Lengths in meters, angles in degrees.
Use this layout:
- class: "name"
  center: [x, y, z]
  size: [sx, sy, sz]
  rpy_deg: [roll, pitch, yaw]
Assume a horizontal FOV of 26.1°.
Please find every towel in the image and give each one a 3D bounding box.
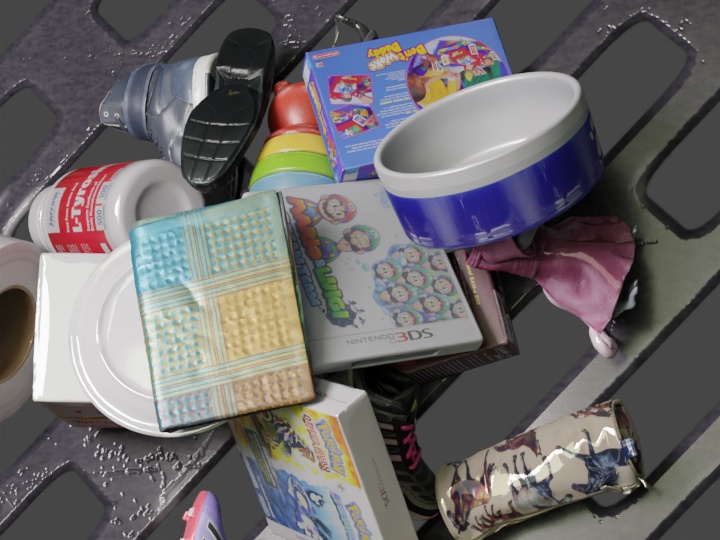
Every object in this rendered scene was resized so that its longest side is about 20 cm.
- class: "towel"
  center: [-0.124, 0.036, 1.384]
  size: [0.147, 0.022, 0.200]
  rpy_deg: [-12, 71, 2]

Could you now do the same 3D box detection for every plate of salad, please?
- class: "plate of salad"
  center: [-0.166, 0.056, 1.416]
  size: [0.200, 0.048, 0.200]
  rpy_deg: [-2, 70, 5]

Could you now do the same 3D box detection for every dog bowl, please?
- class: "dog bowl"
  center: [0.118, -0.103, 1.420]
  size: [0.200, 0.200, 0.079]
  rpy_deg: [-17, 115, 14]

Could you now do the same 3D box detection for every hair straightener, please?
- class: "hair straightener"
  center: [0.009, -0.183, 1.621]
  size: [0.077, 0.041, 0.200]
  rpy_deg: [-31, 69, 9]

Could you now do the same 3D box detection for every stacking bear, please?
- class: "stacking bear"
  center: [-0.061, -0.100, 1.589]
  size: [0.121, 0.114, 0.200]
  rpy_deg: [8, 64, -13]

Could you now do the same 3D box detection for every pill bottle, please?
- class: "pill bottle"
  center: [-0.259, -0.054, 1.610]
  size: [0.200, 0.112, 0.112]
  rpy_deg: [-2, 74, 49]

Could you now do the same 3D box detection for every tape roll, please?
- class: "tape roll"
  center: [-0.426, 0.051, 1.626]
  size: [0.139, 0.203, 0.203]
  rpy_deg: [14, 81, 21]

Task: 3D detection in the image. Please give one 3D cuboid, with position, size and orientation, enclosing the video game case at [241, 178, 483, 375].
- class: "video game case"
  center: [0.000, 0.000, 1.465]
  size: [0.182, 0.024, 0.200]
  rpy_deg: [-7, 57, -24]

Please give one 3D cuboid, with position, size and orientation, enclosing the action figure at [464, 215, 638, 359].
- class: "action figure"
  center: [0.162, -0.017, 1.483]
  size: [0.200, 0.134, 0.149]
  rpy_deg: [10, 105, -3]

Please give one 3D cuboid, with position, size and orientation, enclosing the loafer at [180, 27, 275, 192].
- class: "loafer"
  center: [-0.128, -0.154, 1.592]
  size: [0.073, 0.072, 0.200]
  rpy_deg: [11, 58, 16]

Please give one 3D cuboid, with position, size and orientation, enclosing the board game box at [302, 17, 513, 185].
- class: "board game box"
  center: [0.056, -0.169, 1.554]
  size: [0.200, 0.045, 0.135]
  rpy_deg: [-12, 70, -13]

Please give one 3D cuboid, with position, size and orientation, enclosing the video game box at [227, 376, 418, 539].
- class: "video game box"
  center: [-0.041, 0.184, 1.444]
  size: [0.182, 0.200, 0.047]
  rpy_deg: [10, 39, 44]

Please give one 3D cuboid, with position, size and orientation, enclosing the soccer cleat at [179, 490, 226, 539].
- class: "soccer cleat"
  center: [-0.152, 0.322, 1.547]
  size: [0.076, 0.067, 0.200]
  rpy_deg: [10, 72, -11]

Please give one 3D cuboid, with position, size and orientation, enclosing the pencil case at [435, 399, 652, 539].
- class: "pencil case"
  center: [0.167, 0.194, 1.454]
  size: [0.200, 0.078, 0.089]
  rpy_deg: [-23, 56, 12]

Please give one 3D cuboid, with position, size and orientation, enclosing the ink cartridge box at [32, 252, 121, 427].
- class: "ink cartridge box"
  center: [-0.231, 0.074, 1.537]
  size: [0.147, 0.200, 0.145]
  rpy_deg: [0, 78, 0]

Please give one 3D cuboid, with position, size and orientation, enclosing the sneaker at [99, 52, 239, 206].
- class: "sneaker"
  center: [-0.208, -0.127, 1.667]
  size: [0.146, 0.077, 0.202]
  rpy_deg: [0, 85, 28]

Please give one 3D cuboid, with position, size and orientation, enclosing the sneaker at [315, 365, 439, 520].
- class: "sneaker"
  center: [0.030, 0.147, 1.476]
  size: [0.087, 0.074, 0.200]
  rpy_deg: [-31, 98, 24]

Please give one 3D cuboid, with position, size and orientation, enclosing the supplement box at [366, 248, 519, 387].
- class: "supplement box"
  center: [0.046, 0.057, 1.538]
  size: [0.200, 0.061, 0.109]
  rpy_deg: [-18, 71, 15]
